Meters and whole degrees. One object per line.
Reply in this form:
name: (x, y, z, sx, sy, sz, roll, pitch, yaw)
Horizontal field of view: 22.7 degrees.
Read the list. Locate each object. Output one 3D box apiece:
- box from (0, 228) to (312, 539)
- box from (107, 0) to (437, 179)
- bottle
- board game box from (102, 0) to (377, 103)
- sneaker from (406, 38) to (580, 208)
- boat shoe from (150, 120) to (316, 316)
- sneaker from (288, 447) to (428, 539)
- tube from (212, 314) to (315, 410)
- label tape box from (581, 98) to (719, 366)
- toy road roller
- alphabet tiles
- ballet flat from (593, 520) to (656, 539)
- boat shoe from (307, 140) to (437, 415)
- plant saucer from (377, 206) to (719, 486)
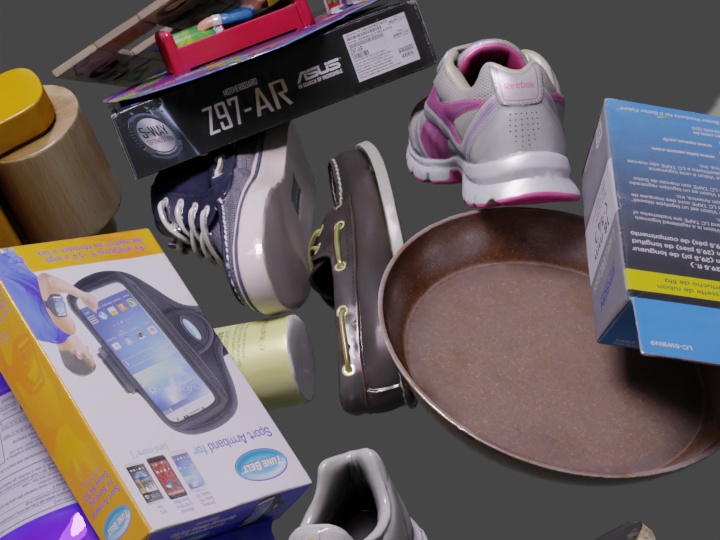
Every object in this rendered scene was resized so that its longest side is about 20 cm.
box: (-0.111, 0.070, 0.928, 0.119, 0.042, 0.200, -11, 57, -50)
box: (-0.062, -0.121, 1.153, 0.199, 0.044, 0.160, -21, 12, -4)
bottle: (-0.151, 0.135, 0.924, 0.083, 0.065, 0.200, -25, 52, 7)
board game box: (-0.078, -0.158, 1.134, 0.158, 0.039, 0.200, -12, 14, 35)
sneaker: (0.078, -0.094, 1.057, 0.081, 0.089, 0.200, -5, 12, -14)
boat shoe: (-0.081, -0.023, 1.075, 0.092, 0.075, 0.200, -16, 22, 10)
sneaker: (-0.018, 0.170, 0.836, 0.075, 0.092, 0.200, -5, 43, 15)
tube: (-0.126, 0.067, 1.022, 0.199, 0.052, 0.058, -11, -1, 14)
label tape box: (0.195, 0.004, 0.931, 0.144, 0.063, 0.200, 9, 42, -6)
toy road roller: (-0.233, -0.011, 1.084, 0.200, 0.123, 0.146, -30, 44, -8)
alphabet tiles: (-0.091, -0.177, 1.177, 0.200, 0.008, 0.167, -31, -4, 13)
ballet flat: (0.088, 0.195, 0.817, 0.200, 0.057, 0.066, -53, 10, -35)
boat shoe: (0.000, 0.000, 1.031, 0.060, 0.072, 0.202, -14, 44, -2)
plant saucer: (0.104, 0.043, 0.936, 0.199, 0.035, 0.201, 9, 40, -7)
